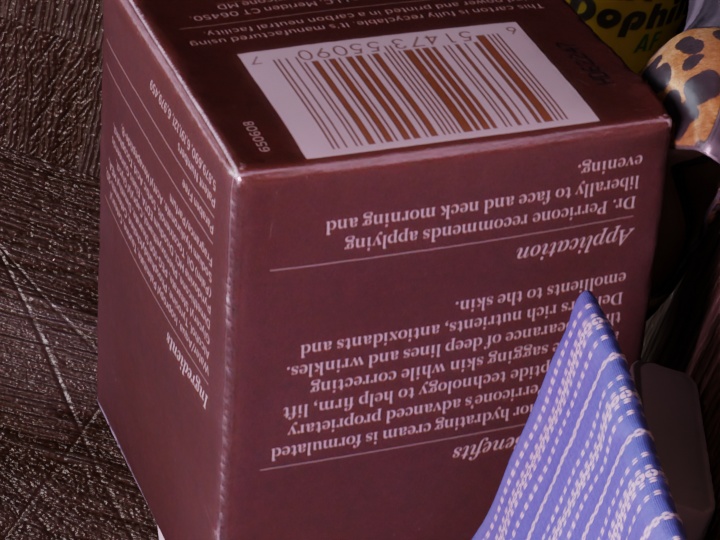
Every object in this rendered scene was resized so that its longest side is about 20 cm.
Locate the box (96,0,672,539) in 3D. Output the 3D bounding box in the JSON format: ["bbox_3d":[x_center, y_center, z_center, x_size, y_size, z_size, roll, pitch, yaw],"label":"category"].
[{"bbox_3d":[0.000,0.000,0.992,0.164,0.165,0.201,-125,33,-51],"label":"box"}]

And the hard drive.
[{"bbox_3d":[0.074,0.145,0.916,0.132,0.026,0.201,-77,4,-73],"label":"hard drive"}]

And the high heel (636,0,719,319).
[{"bbox_3d":[0.099,-0.014,0.999,0.143,0.071,0.201,-71,5,-62],"label":"high heel"}]

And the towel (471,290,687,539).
[{"bbox_3d":[0.061,0.116,0.839,0.200,0.024,0.145,-102,29,-58],"label":"towel"}]

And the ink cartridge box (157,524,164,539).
[{"bbox_3d":[-0.045,0.046,1.261,0.117,0.067,0.201,-48,34,38],"label":"ink cartridge box"}]

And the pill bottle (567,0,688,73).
[{"bbox_3d":[0.125,-0.183,1.288,0.113,0.112,0.201,-74,2,-48],"label":"pill bottle"}]
